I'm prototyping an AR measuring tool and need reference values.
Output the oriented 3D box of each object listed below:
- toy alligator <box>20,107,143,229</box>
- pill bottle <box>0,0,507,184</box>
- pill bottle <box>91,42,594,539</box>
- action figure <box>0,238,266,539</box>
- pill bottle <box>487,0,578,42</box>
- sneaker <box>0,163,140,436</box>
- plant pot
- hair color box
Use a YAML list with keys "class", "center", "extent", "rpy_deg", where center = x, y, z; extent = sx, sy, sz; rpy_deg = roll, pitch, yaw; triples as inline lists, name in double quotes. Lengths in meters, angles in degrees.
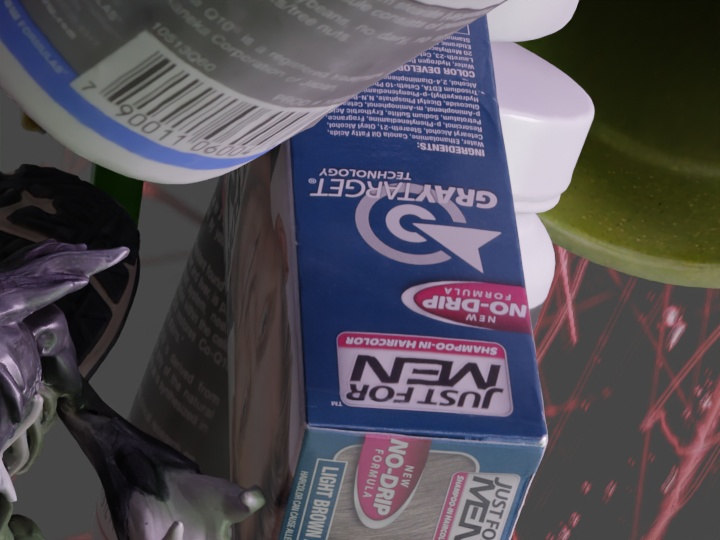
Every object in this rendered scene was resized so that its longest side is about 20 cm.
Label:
- class: "toy alligator"
  center: [-0.056, -0.095, 0.741]
  extent: [0.054, 0.059, 0.200]
  rpy_deg: [-100, -163, -51]
- class: "pill bottle"
  center: [0.006, -0.108, 0.599]
  extent: [0.200, 0.114, 0.114]
  rpy_deg: [-30, 180, 37]
- class: "pill bottle"
  center: [-0.005, 0.020, 0.908]
  extent: [0.114, 0.114, 0.200]
  rpy_deg: [-15, 131, -61]
- class: "action figure"
  center: [-0.081, 0.072, 0.648]
  extent: [0.119, 0.102, 0.200]
  rpy_deg: [-33, 137, -22]
- class: "pill bottle"
  center: [0.048, -0.171, 0.789]
  extent: [0.113, 0.113, 0.200]
  rpy_deg: [-31, 144, -51]
- class: "sneaker"
  center: [-0.134, 0.055, 0.740]
  extent: [0.200, 0.078, 0.086]
  rpy_deg: [-46, 162, -10]
- class: "plant pot"
  center: [0.133, -0.130, 0.968]
  extent: [0.190, 0.200, 0.200]
  rpy_deg: [-56, 162, -46]
- class: "hair color box"
  center: [0.000, 0.000, 0.729]
  extent: [0.200, 0.060, 0.100]
  rpy_deg: [-95, -166, -45]
